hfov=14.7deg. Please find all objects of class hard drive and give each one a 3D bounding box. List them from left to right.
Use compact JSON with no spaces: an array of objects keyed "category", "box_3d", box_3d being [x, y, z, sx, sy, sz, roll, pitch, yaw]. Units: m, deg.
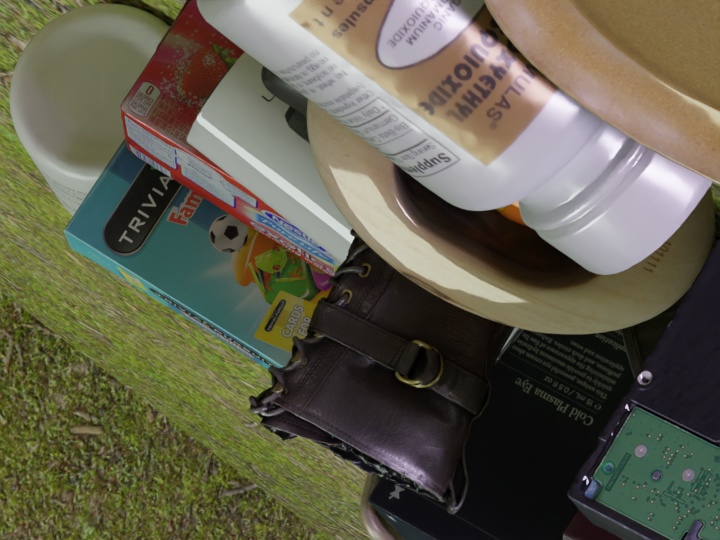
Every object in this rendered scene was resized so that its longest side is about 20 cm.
[{"category":"hard drive","box_3d":[0.188,0.037,1.072,0.140,0.200,0.038,25,167,30]}]

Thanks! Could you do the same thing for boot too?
[{"category":"boot","box_3d":[0.000,0.000,1.325,0.200,0.174,0.069,32,171,7]}]

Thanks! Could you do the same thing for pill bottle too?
[{"category":"pill bottle","box_3d":[-0.145,-0.082,1.749,0.114,0.114,0.200,31,170,11]},{"category":"pill bottle","box_3d":[0.045,-0.090,1.107,0.200,0.114,0.114,36,169,-19]}]

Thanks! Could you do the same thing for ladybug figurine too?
[{"category":"ladybug figurine","box_3d":[0.066,-0.052,1.262,0.200,0.136,0.072,31,-163,-8]}]

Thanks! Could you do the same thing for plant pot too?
[{"category":"plant pot","box_3d":[0.134,-0.072,0.949,0.200,0.028,0.200,25,166,7]}]

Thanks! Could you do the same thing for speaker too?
[{"category":"speaker","box_3d":[0.010,-0.037,1.429,0.200,0.081,0.081,39,170,5]}]

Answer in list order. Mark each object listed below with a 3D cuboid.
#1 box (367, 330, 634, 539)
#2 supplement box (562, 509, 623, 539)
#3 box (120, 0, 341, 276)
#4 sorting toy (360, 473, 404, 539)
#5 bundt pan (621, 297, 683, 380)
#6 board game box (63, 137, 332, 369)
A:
[{"category":"box","box_3d":[0.141,0.118,1.634,0.200,0.182,0.104,29,168,25]},{"category":"supplement box","box_3d":[0.201,0.071,1.188,0.103,0.200,0.131,39,169,-29]},{"category":"box","box_3d":[-0.023,-0.063,1.524,0.200,0.096,0.100,32,170,4]},{"category":"sorting toy","box_3d":[0.042,0.086,1.772,0.036,0.200,0.185,8,168,9]},{"category":"bundt pan","box_3d":[0.194,0.082,1.391,0.202,0.076,0.202,-19,-90,-80]},{"category":"board game box","box_3d":[-0.044,-0.028,1.596,0.200,0.151,0.047,31,169,7]}]
